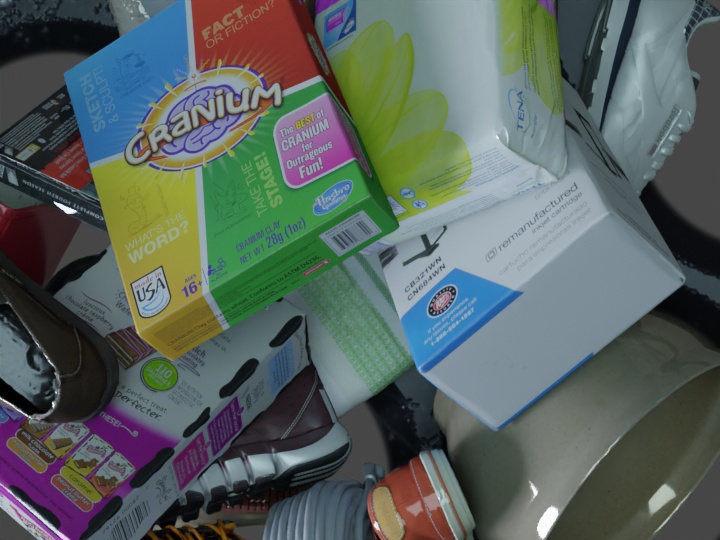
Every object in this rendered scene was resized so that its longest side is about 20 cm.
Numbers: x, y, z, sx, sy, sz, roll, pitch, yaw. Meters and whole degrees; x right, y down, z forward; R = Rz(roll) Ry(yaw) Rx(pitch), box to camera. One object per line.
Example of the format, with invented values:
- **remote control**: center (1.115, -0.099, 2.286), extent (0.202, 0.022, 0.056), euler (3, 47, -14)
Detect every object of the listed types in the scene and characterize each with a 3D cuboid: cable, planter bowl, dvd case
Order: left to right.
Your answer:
- **dvd case**: center (-0.124, -0.055, 0.972), extent (0.198, 0.146, 0.022), euler (24, 119, 3)
- **cable**: center (-0.006, 0.234, 0.965), extent (0.068, 0.200, 0.202), euler (-15, 88, 13)
- **planter bowl**: center (0.131, 0.096, 0.968), extent (0.135, 0.200, 0.201), euler (42, 94, 28)

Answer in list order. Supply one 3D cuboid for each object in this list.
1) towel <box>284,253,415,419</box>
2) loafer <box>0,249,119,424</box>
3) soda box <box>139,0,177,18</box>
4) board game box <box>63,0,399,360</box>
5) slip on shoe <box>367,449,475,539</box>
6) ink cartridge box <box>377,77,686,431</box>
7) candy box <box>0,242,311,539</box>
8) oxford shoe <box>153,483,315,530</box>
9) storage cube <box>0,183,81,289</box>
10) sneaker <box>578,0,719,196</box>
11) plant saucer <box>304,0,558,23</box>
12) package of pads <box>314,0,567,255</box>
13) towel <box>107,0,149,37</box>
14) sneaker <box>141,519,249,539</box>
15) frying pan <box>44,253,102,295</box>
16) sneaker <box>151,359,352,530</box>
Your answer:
- **towel**: center (0.000, 0.000, 1.049), extent (0.199, 0.031, 0.150), euler (-36, 90, 2)
- **loafer**: center (-0.226, 0.017, 0.851), extent (0.199, 0.071, 0.074), euler (31, 99, 3)
- **soda box**: center (-0.075, -0.143, 0.976), extent (0.068, 0.063, 0.201), euler (-35, 81, 31)
- **board game box**: center (-0.080, -0.071, 0.871), extent (0.152, 0.040, 0.201), euler (-30, 56, 11)
- **slip on shoe**: center (0.037, 0.161, 0.955), extent (0.061, 0.200, 0.075), euler (-23, 71, -3)
- **ink cartridge box**: center (0.085, -0.030, 0.915), extent (0.146, 0.201, 0.084), euler (-41, 127, 17)
- **candy box**: center (-0.144, 0.072, 0.930), extent (0.136, 0.061, 0.200), euler (35, 64, 22)
- **oxford shoe**: center (-0.129, 0.155, 1.051), extent (0.197, 0.071, 0.075), euler (7, 128, -3)
- **storage cube**: center (-0.307, -0.011, 0.988), extent (0.170, 0.200, 0.181), euler (31, 100, 3)
- **sneaker**: center (0.180, -0.092, 1.009), extent (0.080, 0.076, 0.202), euler (14, 94, -5)
- **plant saucer**: center (0.039, -0.180, 1.014), extent (0.197, 0.029, 0.203), euler (0, 89, -9)
- **package of pads**: center (0.044, -0.123, 0.889), extent (0.153, 0.068, 0.202), euler (-21, 57, 37)
- **towel**: center (-0.072, -0.166, 1.044), extent (0.197, 0.034, 0.134), euler (-11, 90, 5)
- **sneaker**: center (-0.109, 0.194, 0.982), extent (0.077, 0.199, 0.078), euler (-48, 58, 10)
- **frying pan**: center (-0.151, 0.016, 1.041), extent (0.115, 0.031, 0.191), euler (38, 105, 7)
- **sneaker**: center (-0.112, 0.098, 0.989), extent (0.198, 0.076, 0.117), euler (-12, 70, -20)
